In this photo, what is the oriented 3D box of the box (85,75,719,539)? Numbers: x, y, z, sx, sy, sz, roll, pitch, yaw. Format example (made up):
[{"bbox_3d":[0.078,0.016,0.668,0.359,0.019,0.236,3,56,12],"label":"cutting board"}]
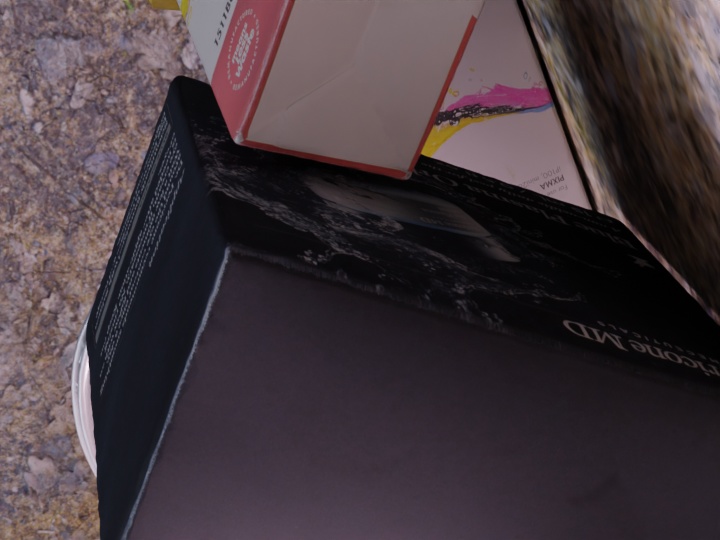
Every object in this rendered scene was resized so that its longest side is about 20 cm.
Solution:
[{"bbox_3d":[0.016,0.036,0.624,0.200,0.196,0.118,-116,45,-67],"label":"box"}]

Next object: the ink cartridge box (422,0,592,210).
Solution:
[{"bbox_3d":[0.042,-0.075,0.804,0.117,0.067,0.201,-118,4,-66],"label":"ink cartridge box"}]

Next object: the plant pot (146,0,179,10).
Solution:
[{"bbox_3d":[-0.242,-0.481,2.603,0.196,0.199,0.195,-118,4,-66],"label":"plant pot"}]

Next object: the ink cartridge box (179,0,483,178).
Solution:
[{"bbox_3d":[-0.018,-0.135,0.630,0.200,0.067,0.117,-116,42,-54],"label":"ink cartridge box"}]

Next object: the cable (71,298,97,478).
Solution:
[{"bbox_3d":[-0.043,0.068,0.874,0.201,0.199,0.069,68,-153,-18],"label":"cable"}]
